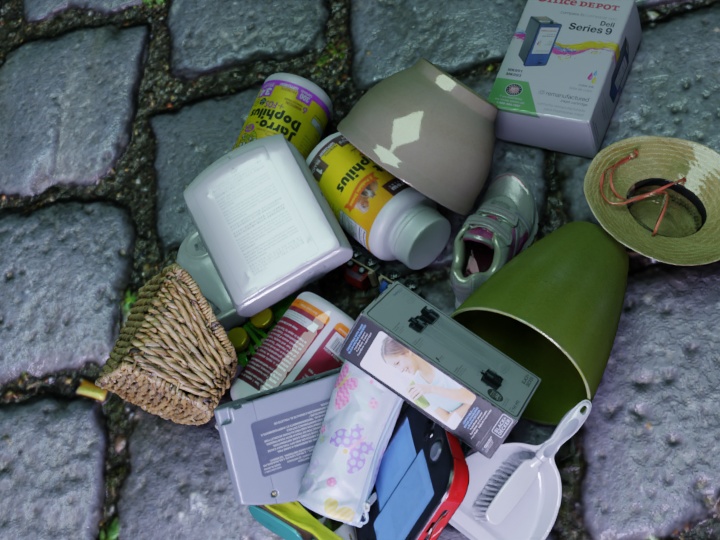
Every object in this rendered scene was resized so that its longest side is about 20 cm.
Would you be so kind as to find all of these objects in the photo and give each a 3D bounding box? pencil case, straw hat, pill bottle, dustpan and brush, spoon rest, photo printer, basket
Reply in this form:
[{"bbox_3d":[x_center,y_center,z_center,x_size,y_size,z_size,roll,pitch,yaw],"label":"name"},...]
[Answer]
[{"bbox_3d":[-0.003,0.186,1.397,0.091,0.083,0.201,10,80,54],"label":"pencil case"},{"bbox_3d":[0.360,-0.064,1.474,0.200,0.085,0.202,1,56,-1],"label":"straw hat"},{"bbox_3d":[-0.119,-0.161,1.681,0.104,0.104,0.200,13,68,24],"label":"pill bottle"},{"bbox_3d":[0.182,0.218,1.354,0.139,0.057,0.200,39,87,-9],"label":"dustpan and brush"},{"bbox_3d":[-0.085,0.135,1.508,0.113,0.113,0.200,31,76,29],"label":"pill bottle"},{"bbox_3d":[0.022,-0.087,1.591,0.109,0.109,0.200,-45,59,-8],"label":"pill bottle"},{"bbox_3d":[-0.190,0.010,1.652,0.099,0.061,0.200,-26,45,2],"label":"spoon rest"},{"bbox_3d":[-0.124,-0.065,1.561,0.166,0.069,0.200,-30,70,4],"label":"photo printer"},{"bbox_3d":[-0.221,0.097,1.526,0.142,0.200,0.149,29,69,-14],"label":"basket"}]

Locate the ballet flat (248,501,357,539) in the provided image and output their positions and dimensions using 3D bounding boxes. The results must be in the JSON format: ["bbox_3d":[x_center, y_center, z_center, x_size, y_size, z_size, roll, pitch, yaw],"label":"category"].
[{"bbox_3d":[-0.045,0.307,1.437,0.200,0.067,0.067,33,57,31],"label":"ballet flat"}]

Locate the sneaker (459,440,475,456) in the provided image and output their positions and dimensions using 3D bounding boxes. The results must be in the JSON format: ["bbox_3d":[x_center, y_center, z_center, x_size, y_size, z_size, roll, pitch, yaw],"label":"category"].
[{"bbox_3d":[0.076,0.225,1.419,0.077,0.091,0.200,22,72,27],"label":"sneaker"}]

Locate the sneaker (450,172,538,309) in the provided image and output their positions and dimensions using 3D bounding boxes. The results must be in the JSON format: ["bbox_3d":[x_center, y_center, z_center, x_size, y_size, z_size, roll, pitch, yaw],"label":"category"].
[{"bbox_3d":[0.165,-0.040,1.530,0.081,0.088,0.201,8,66,22],"label":"sneaker"}]

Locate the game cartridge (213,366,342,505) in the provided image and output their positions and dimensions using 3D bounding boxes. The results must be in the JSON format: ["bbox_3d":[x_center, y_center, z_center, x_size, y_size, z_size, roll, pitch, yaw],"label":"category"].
[{"bbox_3d":[-0.063,0.195,1.441,0.199,0.134,0.042,-15,13,-21],"label":"game cartridge"}]

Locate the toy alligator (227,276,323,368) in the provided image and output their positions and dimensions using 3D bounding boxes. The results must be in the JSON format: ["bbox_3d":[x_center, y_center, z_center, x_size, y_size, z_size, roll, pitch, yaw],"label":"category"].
[{"bbox_3d":[-0.105,0.073,1.579,0.200,0.059,0.054,-41,58,-5],"label":"toy alligator"}]

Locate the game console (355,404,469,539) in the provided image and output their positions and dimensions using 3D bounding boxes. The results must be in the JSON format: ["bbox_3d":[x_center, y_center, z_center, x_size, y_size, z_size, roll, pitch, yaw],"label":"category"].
[{"bbox_3d":[0.048,0.240,1.357,0.200,0.031,0.177,-60,27,26],"label":"game console"}]

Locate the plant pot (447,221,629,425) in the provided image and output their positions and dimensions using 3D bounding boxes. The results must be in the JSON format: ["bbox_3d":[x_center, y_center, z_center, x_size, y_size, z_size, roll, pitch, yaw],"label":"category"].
[{"bbox_3d":[0.226,0.043,1.431,0.187,0.187,0.200,21,55,27],"label":"plant pot"}]

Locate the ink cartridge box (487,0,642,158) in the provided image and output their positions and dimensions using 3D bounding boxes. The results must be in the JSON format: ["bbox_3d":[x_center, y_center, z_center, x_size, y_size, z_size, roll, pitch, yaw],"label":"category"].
[{"bbox_3d":[0.267,-0.263,1.615,0.145,0.088,0.200,14,67,25],"label":"ink cartridge box"}]

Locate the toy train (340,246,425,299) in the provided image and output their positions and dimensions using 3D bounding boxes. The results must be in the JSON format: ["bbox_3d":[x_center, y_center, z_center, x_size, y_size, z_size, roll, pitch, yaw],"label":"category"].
[{"bbox_3d":[0.000,0.000,1.594,0.200,0.034,0.046,30,64,29],"label":"toy train"}]

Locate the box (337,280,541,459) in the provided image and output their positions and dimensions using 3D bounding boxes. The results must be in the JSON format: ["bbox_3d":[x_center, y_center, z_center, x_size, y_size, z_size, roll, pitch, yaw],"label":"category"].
[{"bbox_3d":[0.087,0.104,1.340,0.200,0.117,0.060,34,117,7],"label":"box"}]

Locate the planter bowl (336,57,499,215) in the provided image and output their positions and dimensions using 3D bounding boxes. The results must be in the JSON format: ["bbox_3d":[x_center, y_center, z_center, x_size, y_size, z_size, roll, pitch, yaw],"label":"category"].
[{"bbox_3d":[0.089,-0.180,1.543,0.200,0.200,0.135,41,104,31],"label":"planter bowl"}]
